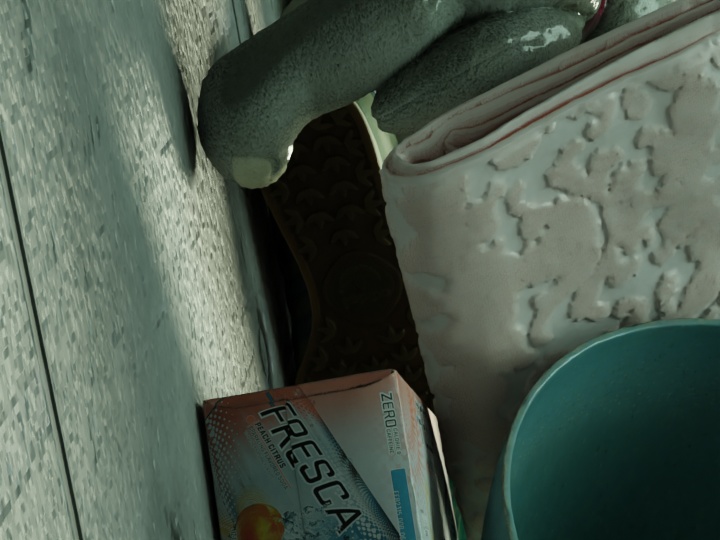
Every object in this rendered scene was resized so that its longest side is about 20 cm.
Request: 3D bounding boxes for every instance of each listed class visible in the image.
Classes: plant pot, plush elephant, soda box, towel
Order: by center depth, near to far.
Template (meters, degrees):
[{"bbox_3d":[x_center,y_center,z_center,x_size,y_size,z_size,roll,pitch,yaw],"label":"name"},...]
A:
[{"bbox_3d":[-0.004,0.079,0.830,0.200,0.063,0.069,51,30,-80],"label":"soda box"},{"bbox_3d":[0.123,0.135,0.836,0.201,0.199,0.135,-95,-160,-45],"label":"plant pot"},{"bbox_3d":[0.106,-0.002,0.867,0.032,0.191,0.200,50,-19,45],"label":"towel"},{"bbox_3d":[0.049,-0.096,0.894,0.155,0.200,0.165,51,18,-45],"label":"plush elephant"}]

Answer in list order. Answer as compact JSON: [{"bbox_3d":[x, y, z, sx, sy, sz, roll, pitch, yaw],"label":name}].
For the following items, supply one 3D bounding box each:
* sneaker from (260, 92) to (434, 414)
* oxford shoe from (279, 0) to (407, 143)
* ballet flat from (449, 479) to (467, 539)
[{"bbox_3d":[0.000,0.000,1.009,0.090,0.067,0.201,-82,161,-65],"label":"sneaker"},{"bbox_3d":[0.026,-0.046,1.056,0.200,0.058,0.075,50,0,22],"label":"oxford shoe"},{"bbox_3d":[0.050,0.140,0.998,0.072,0.072,0.201,-73,179,-80],"label":"ballet flat"}]
